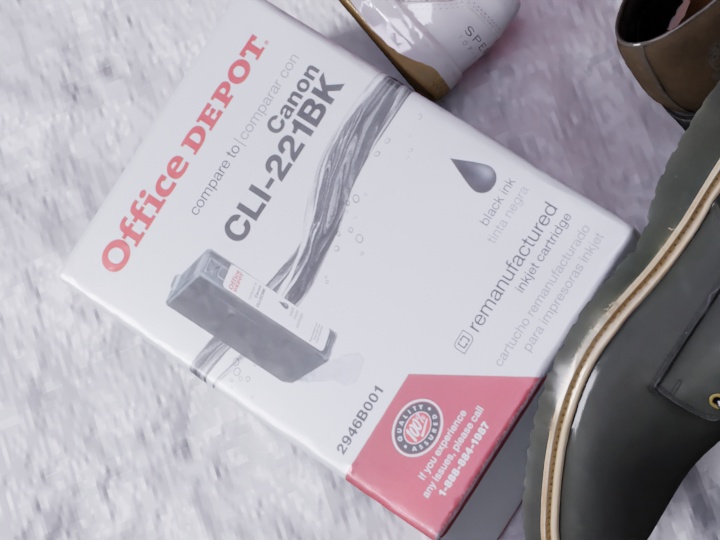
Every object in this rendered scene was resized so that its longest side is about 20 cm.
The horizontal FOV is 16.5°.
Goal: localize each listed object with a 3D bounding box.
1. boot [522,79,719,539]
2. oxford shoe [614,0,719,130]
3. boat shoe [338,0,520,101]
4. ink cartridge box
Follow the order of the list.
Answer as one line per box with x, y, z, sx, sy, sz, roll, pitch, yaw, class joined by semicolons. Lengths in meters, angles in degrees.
0.147;0.042;0.867;0.138;0.077;0.201;33;108;36;boot
0.165;-0.157;0.986;0.072;0.084;0.201;18;79;48;oxford shoe
-0.007;-0.166;1.058;0.069;0.071;0.200;-40;79;3;boat shoe
0.000;0.000;1.008;0.199;0.084;0.145;33;89;21;ink cartridge box
